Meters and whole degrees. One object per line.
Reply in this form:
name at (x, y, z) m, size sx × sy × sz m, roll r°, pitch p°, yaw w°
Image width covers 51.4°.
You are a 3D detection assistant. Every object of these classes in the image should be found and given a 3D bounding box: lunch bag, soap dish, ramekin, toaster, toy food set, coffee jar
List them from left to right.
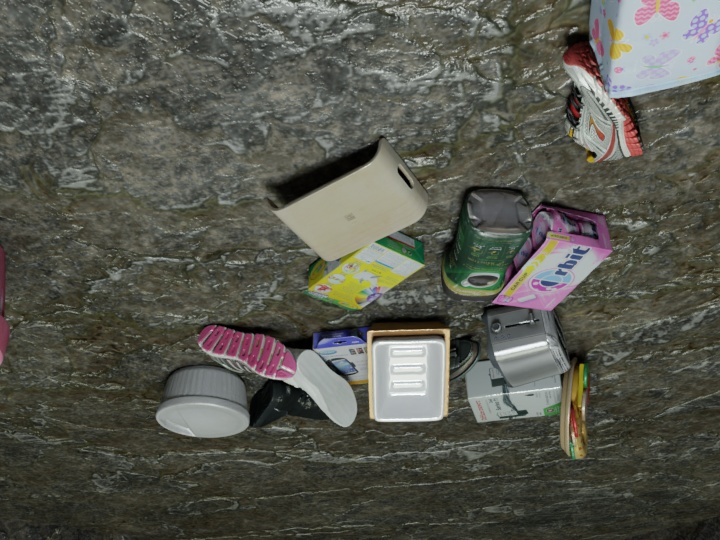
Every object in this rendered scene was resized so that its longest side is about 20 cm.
ramekin at (-0.335, 0.280, 1.611) m, size 0.196 × 0.096 × 0.204 m, roll -1°, pitch 148°, yaw -1°
toy food set at (-0.018, -0.099, 1.063) m, size 0.196 × 0.062 × 0.143 m, roll -25°, pitch 141°, yaw 20°
soap dish at (0.091, 0.188, 1.421) m, size 0.153 × 0.082 × 0.205 m, roll -2°, pitch 118°, yaw 1°
coffee jar at (0.185, -0.031, 1.134) m, size 0.101 × 0.087 × 0.202 m, roll 2°, pitch 147°, yaw -7°
toaster at (0.308, 0.138, 1.378) m, size 0.126 × 0.116 × 0.201 m, roll -15°, pitch 143°, yaw 19°
toy food set at (0.437, 0.279, 1.518) m, size 0.047 × 0.206 × 0.198 m, roll 3°, pitch 168°, yaw 21°
lunch bag at (0.332, -0.274, 0.719) m, size 0.194 × 0.130 × 0.171 m, roll -12°, pitch 149°, yaw 5°

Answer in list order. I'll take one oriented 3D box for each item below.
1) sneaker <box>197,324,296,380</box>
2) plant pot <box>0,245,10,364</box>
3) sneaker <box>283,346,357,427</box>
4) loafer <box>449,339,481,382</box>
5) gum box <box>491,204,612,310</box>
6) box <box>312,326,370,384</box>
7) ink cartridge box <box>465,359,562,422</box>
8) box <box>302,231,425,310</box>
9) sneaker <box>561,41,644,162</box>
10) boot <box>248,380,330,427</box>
sneaker at (-0.212, 0.163, 1.432) m, size 0.195 × 0.075 × 0.088 m, roll 16°, pitch 158°, yaw 7°
plant pot at (-0.631, 0.040, 1.147) m, size 0.194 × 0.183 × 0.202 m, roll -1°, pitch 148°, yaw 0°
sneaker at (-0.091, 0.226, 1.505) m, size 0.114 × 0.074 × 0.202 m, roll 5°, pitch 135°, yaw 53°
loafer at (0.155, 0.186, 1.496) m, size 0.062 × 0.073 × 0.199 m, roll 25°, pitch 142°, yaw -26°
gum box at (0.293, -0.018, 1.173) m, size 0.110 × 0.068 × 0.201 m, roll 7°, pitch 147°, yaw -15°
box at (-0.020, 0.169, 1.493) m, size 0.116 × 0.042 × 0.202 m, roll -7°, pitch 145°, yaw 10°
ink cartridge box at (0.326, 0.249, 1.579) m, size 0.195 × 0.085 × 0.147 m, roll -9°, pitch 146°, yaw 15°
box at (0.000, 0.000, 1.219) m, size 0.116 × 0.049 × 0.199 m, roll 22°, pitch 139°, yaw -32°
sneaker at (0.278, -0.189, 0.895) m, size 0.081 × 0.080 × 0.200 m, roll -17°, pitch 144°, yaw 27°
boot at (-0.152, 0.307, 1.682) m, size 0.159 × 0.075 × 0.198 m, roll 12°, pitch 145°, yaw -24°
